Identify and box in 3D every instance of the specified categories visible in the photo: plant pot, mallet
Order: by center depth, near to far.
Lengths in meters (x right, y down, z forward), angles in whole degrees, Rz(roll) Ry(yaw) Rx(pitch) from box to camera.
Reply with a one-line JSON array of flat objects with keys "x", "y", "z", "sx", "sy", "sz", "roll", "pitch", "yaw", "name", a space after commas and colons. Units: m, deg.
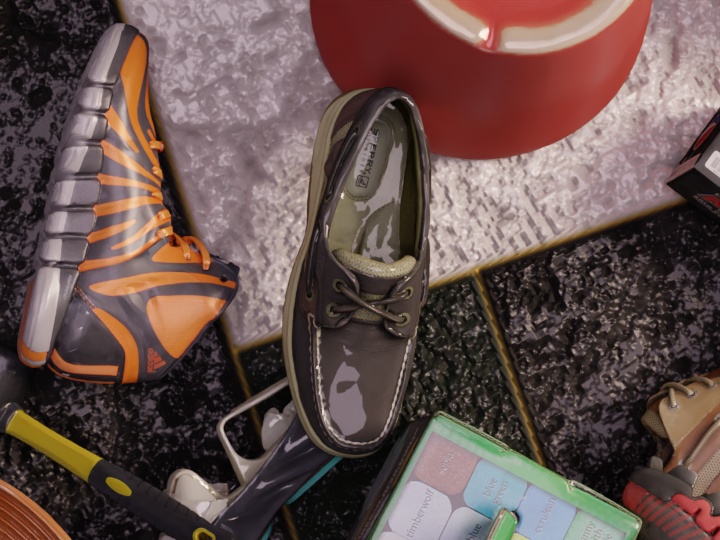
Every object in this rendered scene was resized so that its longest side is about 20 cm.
[{"x": -0.144, "y": 0.096, "z": 1.016, "sx": 0.200, "sy": 0.041, "sz": 0.066, "roll": 20, "pitch": 82, "yaw": 22, "name": "mallet"}, {"x": 0.075, "y": -0.167, "z": 1.019, "sx": 0.200, "sy": 0.177, "sz": 0.201, "roll": 0, "pitch": 85, "yaw": -4, "name": "plant pot"}]

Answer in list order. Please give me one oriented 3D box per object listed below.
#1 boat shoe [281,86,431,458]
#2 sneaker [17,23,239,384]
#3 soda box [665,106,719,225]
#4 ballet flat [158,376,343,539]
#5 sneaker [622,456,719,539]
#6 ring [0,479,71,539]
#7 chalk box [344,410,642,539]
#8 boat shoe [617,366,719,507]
[{"x": 0.001, "y": 0.000, "z": 0.998, "sx": 0.072, "sy": 0.066, "sz": 0.201, "roll": 6, "pitch": 86, "yaw": -12, "name": "boat shoe"}, {"x": -0.119, "y": -0.033, "z": 1.053, "sx": 0.112, "sy": 0.078, "sz": 0.200, "roll": 13, "pitch": 85, "yaw": -13, "name": "sneaker"}, {"x": 0.277, "y": -0.019, "z": 1.070, "sx": 0.200, "sy": 0.071, "sz": 0.063, "roll": 38, "pitch": 82, "yaw": 0, "name": "soda box"}, {"x": -0.065, "y": 0.119, "z": 1.037, "sx": 0.073, "sy": 0.073, "sz": 0.200, "roll": 42, "pitch": 77, "yaw": 1, "name": "ballet flat"}, {"x": 0.189, "y": 0.194, "z": 0.974, "sx": 0.098, "sy": 0.071, "sz": 0.201, "roll": -35, "pitch": 77, "yaw": -2, "name": "sneaker"}, {"x": -0.219, "y": 0.192, "z": 0.974, "sx": 0.200, "sy": 0.019, "sz": 0.201, "roll": 6, "pitch": 108, "yaw": 19, "name": "ring"}, {"x": 0.060, "y": 0.155, "z": 0.975, "sx": 0.124, "sy": 0.200, "sz": 0.125, "roll": 28, "pitch": 84, "yaw": -1, "name": "chalk box"}, {"x": 0.195, "y": 0.094, "z": 1.054, "sx": 0.074, "sy": 0.076, "sz": 0.200, "roll": 29, "pitch": 83, "yaw": 3, "name": "boat shoe"}]
